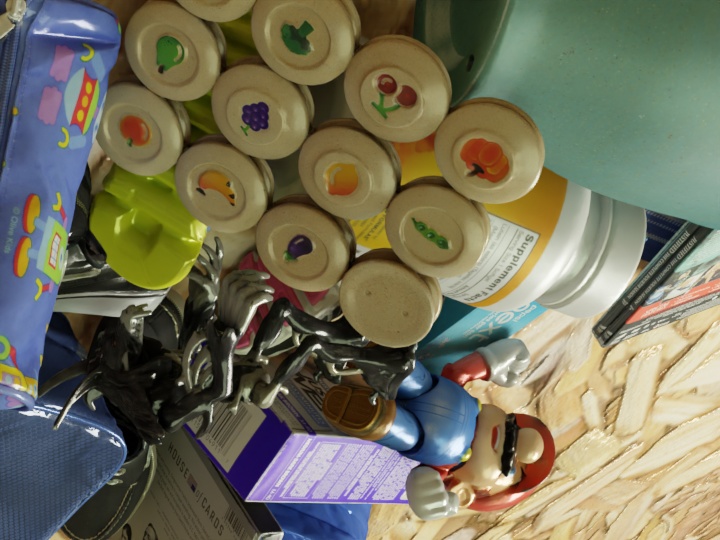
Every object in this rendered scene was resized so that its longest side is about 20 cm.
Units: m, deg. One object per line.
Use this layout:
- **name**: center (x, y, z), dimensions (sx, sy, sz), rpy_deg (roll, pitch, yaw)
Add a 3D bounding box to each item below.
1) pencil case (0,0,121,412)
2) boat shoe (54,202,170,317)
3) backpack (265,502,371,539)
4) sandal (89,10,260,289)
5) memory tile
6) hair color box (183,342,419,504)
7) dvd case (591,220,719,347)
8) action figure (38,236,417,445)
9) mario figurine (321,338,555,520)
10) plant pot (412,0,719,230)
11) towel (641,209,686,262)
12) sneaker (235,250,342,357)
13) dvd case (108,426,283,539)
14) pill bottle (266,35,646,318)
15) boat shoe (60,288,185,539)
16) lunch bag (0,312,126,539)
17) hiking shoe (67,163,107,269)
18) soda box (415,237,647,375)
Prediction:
- **pencil case**: center (-0.163, -0.038, 0.627), dimensions (0.078, 0.200, 0.087), rpy_deg (10, 170, 0)
- **boat shoe**: center (-0.178, -0.013, 0.773), dimensions (0.199, 0.074, 0.068), rpy_deg (7, 133, -41)
- **backpack**: center (-0.080, 0.220, 1.067), dimensions (0.162, 0.168, 0.200), rpy_deg (20, 134, -18)
- **sandal**: center (-0.075, -0.087, 0.731), dimensions (0.200, 0.079, 0.087), rpy_deg (-55, 177, 30)
- **memory tile**: center (-0.026, -0.060, 0.657), dimensions (0.200, 0.017, 0.153), rpy_deg (34, 128, -1)
- **hair color box**: center (-0.031, 0.105, 0.979), dimensions (0.065, 0.109, 0.200), rpy_deg (-54, 147, 14)
- **dvd case**: center (0.268, -0.018, 1.022), dimensions (0.146, 0.022, 0.200), rpy_deg (-17, 157, -30)
- **action figure**: center (-0.076, 0.036, 0.780), dimensions (0.200, 0.119, 0.102), rpy_deg (-4, 109, -27)
- **mario figurine**: center (0.070, 0.098, 0.916), dimensions (0.124, 0.106, 0.200), rpy_deg (-52, 135, 3)
- **plant pot**: center (0.133, -0.127, 0.682), dimensions (0.188, 0.200, 0.200), rpy_deg (10, 140, -17)
- **towel**: center (0.261, -0.072, 0.999), dimensions (0.145, 0.024, 0.200), rpy_deg (15, 132, -42)
- **sneaker**: center (0.000, 0.000, 0.896), dimensions (0.200, 0.074, 0.087), rpy_deg (-37, 140, 17)
- **dvd case**: center (-0.127, 0.204, 0.970), dimensions (0.025, 0.150, 0.200), rpy_deg (2, 123, -38)
- **pill bottle**: center (0.054, -0.043, 0.769), dimensions (0.200, 0.111, 0.111), rpy_deg (21, 133, -25)
- **boat shoe**: center (-0.165, 0.102, 0.907), dimensions (0.073, 0.063, 0.200), rpy_deg (24, 114, 4)
- **lunch bag**: center (-0.241, 0.077, 0.821), dimensions (0.136, 0.132, 0.200), rpy_deg (-43, 141, 12)
- **hiking shoe**: center (-0.224, -0.033, 0.680), dimensions (0.200, 0.101, 0.076), rpy_deg (-8, 152, -21)
- **soda box**: center (0.090, 0.001, 0.959), dimensions (0.200, 0.068, 0.064), rpy_deg (-38, 146, 26)
